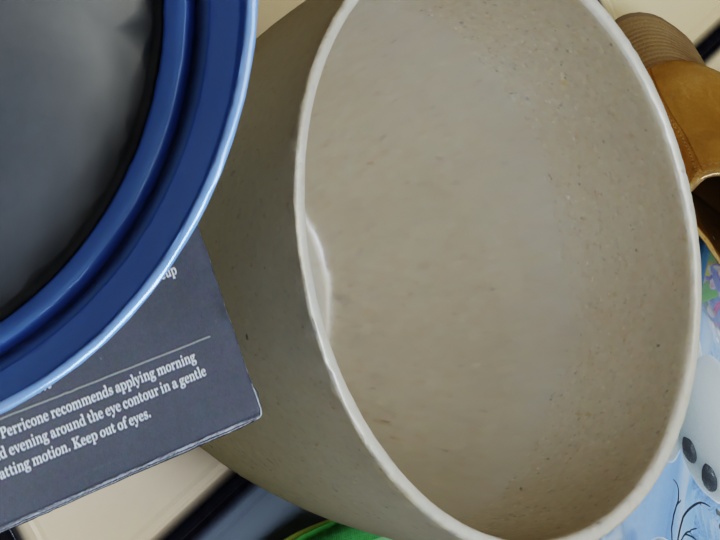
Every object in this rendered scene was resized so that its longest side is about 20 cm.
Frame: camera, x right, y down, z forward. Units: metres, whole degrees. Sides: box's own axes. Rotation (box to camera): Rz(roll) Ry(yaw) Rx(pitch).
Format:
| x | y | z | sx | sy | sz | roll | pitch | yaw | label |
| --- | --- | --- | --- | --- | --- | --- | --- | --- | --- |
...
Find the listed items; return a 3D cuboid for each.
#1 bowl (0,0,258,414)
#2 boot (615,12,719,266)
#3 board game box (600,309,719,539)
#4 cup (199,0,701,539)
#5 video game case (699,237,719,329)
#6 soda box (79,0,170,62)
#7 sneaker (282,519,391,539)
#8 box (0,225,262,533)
| x | y | z | sx | sy | sz | roll | pitch | yaw | label |
| --- | --- | --- | --- | --- | --- | --- | --- | --- | --- |
| -0.122 | -0.059 | 0.531 | 0.200 | 0.039 | 0.202 | 0 | 88 | -12 | bowl |
| 0.186 | -0.023 | 1.067 | 0.201 | 0.071 | 0.144 | 28 | 27 | -30 | boot |
| 0.114 | 0.106 | 0.978 | 0.199 | 0.043 | 0.201 | 47 | 42 | -33 | board game box |
| 0.000 | 0.000 | 0.853 | 0.200 | 0.143 | 0.201 | 11 | 74 | -45 | cup |
| 0.169 | 0.094 | 1.108 | 0.143 | 0.018 | 0.201 | 38 | 57 | -37 | video game case |
| -0.104 | -0.136 | 0.603 | 0.064 | 0.068 | 0.200 | -38 | 97 | -43 | soda box |
| -0.022 | 0.148 | 0.841 | 0.200 | 0.083 | 0.074 | -42 | 113 | -47 | sneaker |
| -0.150 | -0.012 | 0.641 | 0.200 | 0.104 | 0.183 | -20 | 94 | -46 | box |
